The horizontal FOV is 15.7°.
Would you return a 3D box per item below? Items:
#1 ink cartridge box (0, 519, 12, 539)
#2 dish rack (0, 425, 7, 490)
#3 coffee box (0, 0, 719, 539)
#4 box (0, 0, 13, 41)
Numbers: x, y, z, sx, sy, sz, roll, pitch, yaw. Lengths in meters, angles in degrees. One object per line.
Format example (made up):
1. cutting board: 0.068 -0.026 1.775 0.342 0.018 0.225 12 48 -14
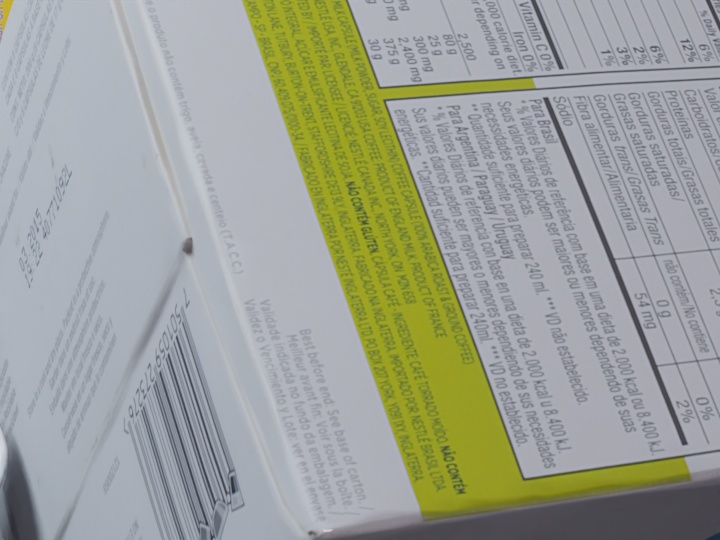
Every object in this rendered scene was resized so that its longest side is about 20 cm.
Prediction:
1. ink cartridge box: -0.062 0.167 0.738 0.199 0.059 0.104 34 60 2
2. dish rack: -0.206 0.089 0.712 0.199 0.044 0.172 15 55 23
3. coffee box: 0.018 0.019 0.698 0.197 0.200 0.201 -6 59 -26
4. box: -0.201 -0.057 0.807 0.199 0.042 0.120 0 64 -5
